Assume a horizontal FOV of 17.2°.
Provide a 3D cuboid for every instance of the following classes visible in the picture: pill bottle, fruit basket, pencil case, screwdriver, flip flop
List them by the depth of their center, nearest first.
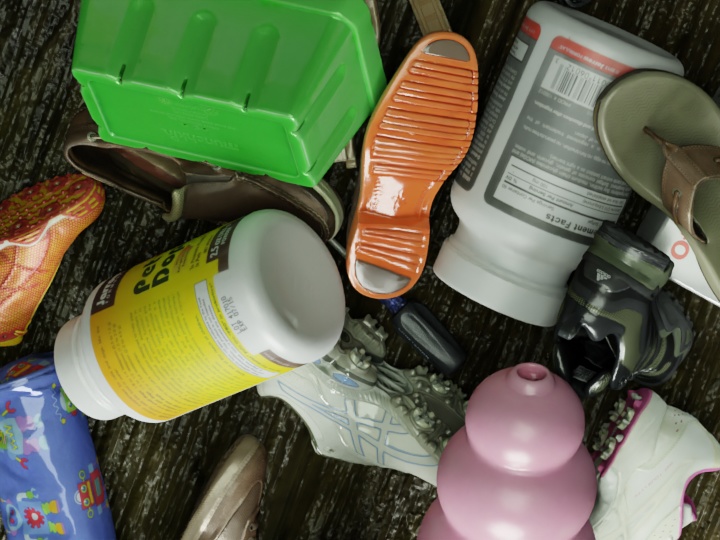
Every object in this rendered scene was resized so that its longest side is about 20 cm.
[{"bbox_3d":[0.228,-0.047,1.553,0.081,0.058,0.200,-34,99,-3],"label":"flip flop"},{"bbox_3d":[-0.079,-0.180,1.583,0.215,0.156,0.216,-4,62,7],"label":"fruit basket"},{"bbox_3d":[0.130,-0.072,1.621,0.116,0.116,0.200,24,102,-1],"label":"pill bottle"},{"bbox_3d":[-0.116,0.038,1.640,0.200,0.109,0.109,-23,99,34],"label":"pill bottle"},{"bbox_3d":[0.000,0.000,1.689,0.200,0.029,0.028,44,101,-6],"label":"screwdriver"},{"bbox_3d":[-0.226,0.159,1.712,0.087,0.078,0.200,-7,102,27],"label":"pencil case"}]

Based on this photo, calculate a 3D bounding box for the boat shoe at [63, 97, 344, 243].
[{"bbox_3d":[-0.113,-0.057,1.653,0.202,0.075,0.075,23,139,6],"label":"boat shoe"}]

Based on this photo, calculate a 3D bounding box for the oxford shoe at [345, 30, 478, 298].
[{"bbox_3d":[0.028,-0.082,1.627,0.071,0.073,0.200,12,119,-14],"label":"oxford shoe"}]

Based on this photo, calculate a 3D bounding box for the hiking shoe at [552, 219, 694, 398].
[{"bbox_3d":[0.165,0.043,1.607,0.076,0.200,0.101,35,78,26],"label":"hiking shoe"}]

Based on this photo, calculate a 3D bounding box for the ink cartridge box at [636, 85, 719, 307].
[{"bbox_3d":[0.309,-0.026,1.634,0.200,0.086,0.147,28,102,-3],"label":"ink cartridge box"}]

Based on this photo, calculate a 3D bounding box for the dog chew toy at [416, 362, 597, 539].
[{"bbox_3d":[0.104,0.151,1.588,0.124,0.125,0.200,8,121,3],"label":"dog chew toy"}]

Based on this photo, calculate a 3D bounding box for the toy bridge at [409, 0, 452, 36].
[{"bbox_3d":[0.026,-0.220,1.621,0.027,0.067,0.200,-23,111,9],"label":"toy bridge"}]

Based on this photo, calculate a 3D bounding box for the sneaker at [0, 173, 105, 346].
[{"bbox_3d":[-0.252,0.006,1.698,0.200,0.073,0.077,-40,118,14],"label":"sneaker"}]

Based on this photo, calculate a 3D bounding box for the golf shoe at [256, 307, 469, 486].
[{"bbox_3d":[0.015,0.109,1.699,0.200,0.078,0.097,41,122,-2],"label":"golf shoe"}]

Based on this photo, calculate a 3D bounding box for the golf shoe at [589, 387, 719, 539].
[{"bbox_3d":[0.186,0.185,1.691,0.091,0.075,0.200,25,105,-9],"label":"golf shoe"}]

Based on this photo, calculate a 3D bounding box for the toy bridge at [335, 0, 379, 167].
[{"bbox_3d":[-0.021,-0.169,1.650,0.067,0.027,0.200,-8,102,6],"label":"toy bridge"}]

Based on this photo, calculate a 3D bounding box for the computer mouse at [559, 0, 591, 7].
[{"bbox_3d":[0.097,-0.280,1.602,0.200,0.053,0.139,27,83,2],"label":"computer mouse"}]

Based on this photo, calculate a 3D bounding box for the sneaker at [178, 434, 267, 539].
[{"bbox_3d":[-0.098,0.211,1.720,0.075,0.070,0.200,26,111,-2],"label":"sneaker"}]
